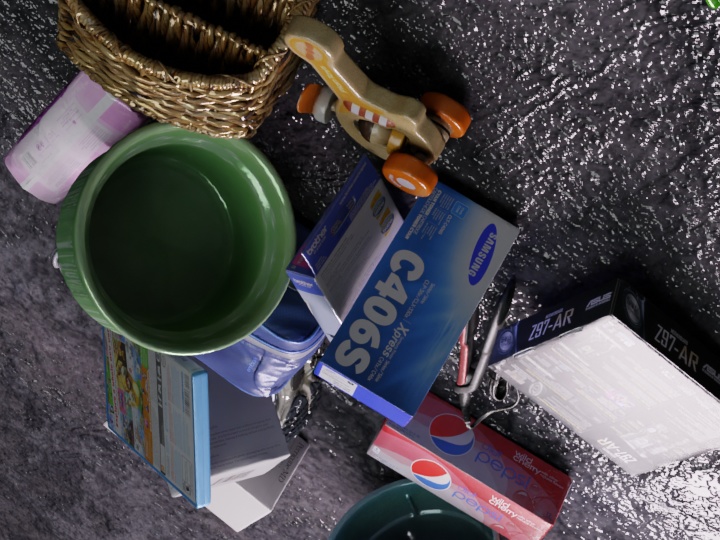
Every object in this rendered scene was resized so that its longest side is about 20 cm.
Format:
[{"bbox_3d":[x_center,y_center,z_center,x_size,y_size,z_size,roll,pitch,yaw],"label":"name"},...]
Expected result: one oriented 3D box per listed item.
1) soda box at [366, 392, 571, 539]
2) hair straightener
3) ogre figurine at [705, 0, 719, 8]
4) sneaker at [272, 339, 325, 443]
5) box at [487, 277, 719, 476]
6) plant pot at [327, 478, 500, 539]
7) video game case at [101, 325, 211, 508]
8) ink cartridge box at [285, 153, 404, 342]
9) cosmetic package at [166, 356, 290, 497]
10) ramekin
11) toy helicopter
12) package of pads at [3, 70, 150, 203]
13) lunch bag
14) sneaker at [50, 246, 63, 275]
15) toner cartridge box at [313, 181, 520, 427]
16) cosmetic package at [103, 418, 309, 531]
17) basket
[{"bbox_3d":[0.112,0.201,1.603,0.200,0.070,0.063,30,139,3],"label":"soda box"},{"bbox_3d":[0.128,0.086,1.494,0.077,0.041,0.200,19,133,15],"label":"hair straightener"},{"bbox_3d":[0.243,-0.274,1.012,0.120,0.098,0.200,24,153,-9],"label":"ogre figurine"},{"bbox_3d":[-0.091,0.113,1.658,0.086,0.078,0.200,31,135,20],"label":"sneaker"},{"bbox_3d":[0.241,0.102,1.412,0.200,0.044,0.160,36,142,-21],"label":"box"},{"bbox_3d":[0.083,0.363,1.710,0.200,0.200,0.196,4,141,30],"label":"plant pot"},{"bbox_3d":[-0.203,0.128,1.536,0.200,0.018,0.143,29,126,50],"label":"video game case"},{"bbox_3d":[0.000,0.000,1.402,0.042,0.119,0.200,16,151,33],"label":"ink cartridge box"},{"bbox_3d":[-0.161,0.117,1.586,0.081,0.113,0.200,-39,66,56],"label":"cosmetic package"},{"bbox_3d":[-0.165,-0.028,1.351,0.200,0.200,0.098,49,159,-19],"label":"ramekin"},{"bbox_3d":[-0.007,-0.148,1.287,0.132,0.079,0.200,18,162,39],"label":"toy helicopter"},{"bbox_3d":[-0.237,-0.151,1.429,0.076,0.121,0.200,44,139,-11],"label":"package of pads"},{"bbox_3d":[-0.115,0.006,1.499,0.200,0.136,0.132,33,140,1],"label":"lunch bag"},{"bbox_3d":[-0.250,-0.034,1.519,0.075,0.114,0.200,31,169,-2],"label":"sneaker"},{"bbox_3d":[0.050,0.026,1.361,0.095,0.200,0.043,31,161,0],"label":"toner cartridge box"},{"bbox_3d":[-0.171,0.184,1.742,0.200,0.108,0.085,39,139,-10],"label":"cosmetic package"},{"bbox_3d":[-0.146,-0.219,1.282,0.200,0.143,0.149,28,141,5],"label":"basket"}]
